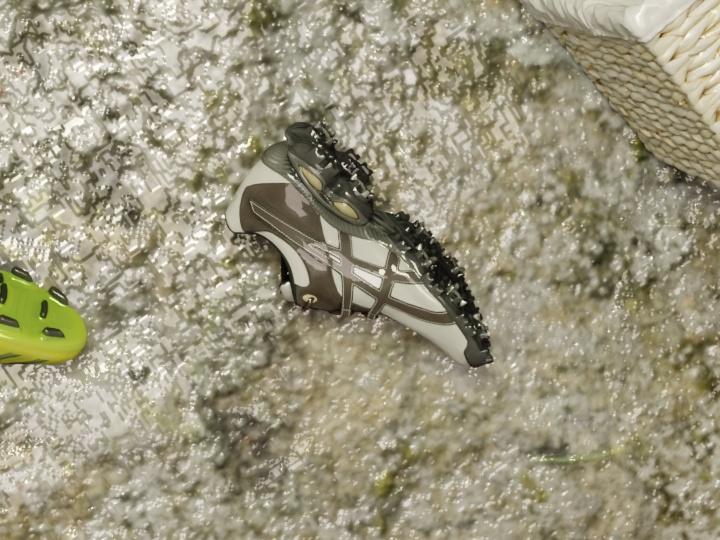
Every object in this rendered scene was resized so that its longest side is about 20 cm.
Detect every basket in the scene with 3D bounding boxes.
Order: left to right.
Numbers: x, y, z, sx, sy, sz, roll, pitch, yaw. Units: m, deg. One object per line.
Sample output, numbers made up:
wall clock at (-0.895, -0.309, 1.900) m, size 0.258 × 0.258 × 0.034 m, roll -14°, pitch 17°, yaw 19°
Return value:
basket at (0.238, -0.166, 1.282) m, size 0.198 × 0.200 × 0.161 m, roll -40°, pitch 111°, yaw -4°

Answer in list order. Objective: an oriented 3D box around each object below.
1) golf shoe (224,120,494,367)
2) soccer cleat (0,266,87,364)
golf shoe at (0.000, 0.000, 1.321) m, size 0.094 × 0.078 × 0.200 m, roll -41°, pitch 104°, yaw 14°
soccer cleat at (-0.269, 0.038, 1.271) m, size 0.200 × 0.065 × 0.084 m, roll 6°, pitch 127°, yaw -18°
